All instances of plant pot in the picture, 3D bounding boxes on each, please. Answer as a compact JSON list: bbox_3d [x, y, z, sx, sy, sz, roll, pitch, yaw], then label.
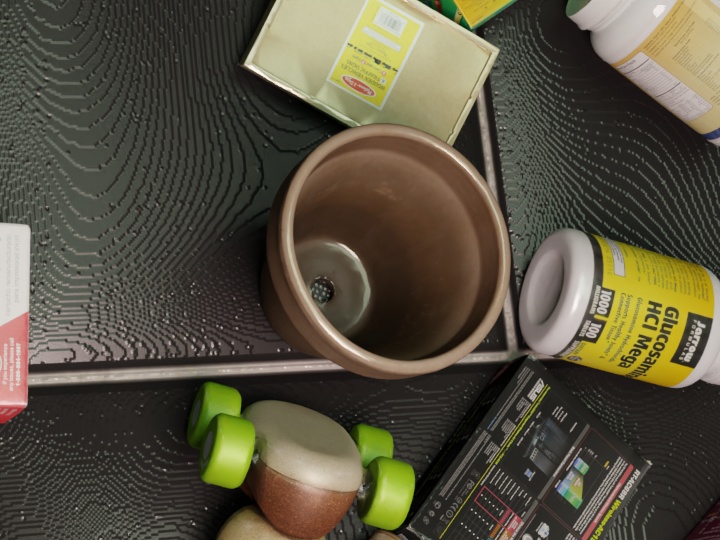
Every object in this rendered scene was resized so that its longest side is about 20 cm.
[{"bbox_3d":[0.000,0.000,1.588,0.198,0.174,0.202,6,74,-21],"label":"plant pot"}]

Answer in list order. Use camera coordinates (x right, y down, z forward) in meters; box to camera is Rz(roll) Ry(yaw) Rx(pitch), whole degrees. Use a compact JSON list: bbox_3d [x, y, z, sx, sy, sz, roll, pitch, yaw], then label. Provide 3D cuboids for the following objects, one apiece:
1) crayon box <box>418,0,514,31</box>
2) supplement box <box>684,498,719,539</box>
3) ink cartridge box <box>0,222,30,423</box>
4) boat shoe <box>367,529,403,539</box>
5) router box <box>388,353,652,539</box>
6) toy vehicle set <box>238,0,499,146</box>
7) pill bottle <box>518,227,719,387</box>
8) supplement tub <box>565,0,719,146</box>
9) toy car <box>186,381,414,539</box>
[{"bbox_3d":[0.126,-0.307,1.783,0.199,0.058,0.119,-36,93,-26],"label":"crayon box"},{"bbox_3d":[0.345,0.267,1.717,0.200,0.086,0.111,-43,96,-26],"label":"supplement box"},{"bbox_3d":[-0.357,0.036,1.477,0.198,0.084,0.146,4,76,-22],"label":"ink cartridge box"},{"bbox_3d":[0.064,0.304,1.601,0.200,0.072,0.068,45,71,-1],"label":"boat shoe"},{"bbox_3d":[0.135,0.195,1.659,0.150,0.062,0.200,42,65,-7],"label":"router box"},{"bbox_3d":[0.009,-0.186,1.697,0.199,0.027,0.125,29,89,-14],"label":"toy vehicle set"},{"bbox_3d":[0.249,0.039,1.719,0.198,0.112,0.113,14,72,-19],"label":"pill bottle"},{"bbox_3d":[0.302,-0.225,1.790,0.199,0.144,0.145,36,66,-11],"label":"supplement tub"},{"bbox_3d":[-0.072,0.215,1.551,0.163,0.158,0.202,16,100,-15],"label":"toy car"}]
